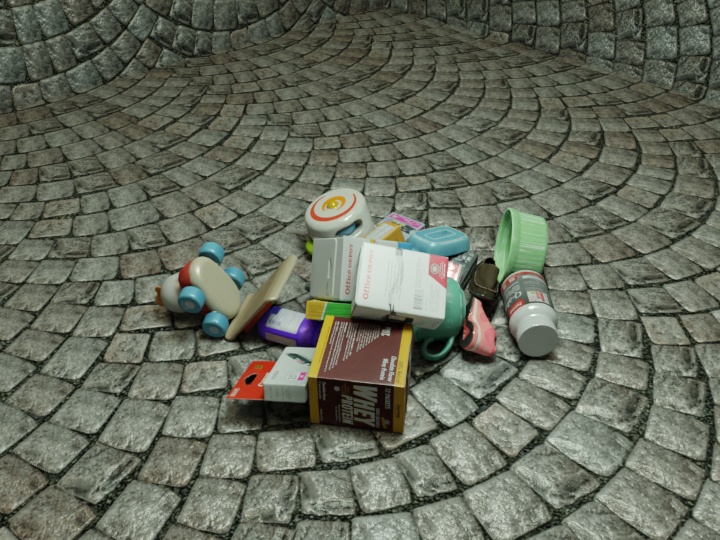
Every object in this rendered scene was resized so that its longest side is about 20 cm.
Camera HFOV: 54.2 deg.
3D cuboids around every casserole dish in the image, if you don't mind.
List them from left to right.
[{"bbox_3d":[0.212,-0.081,1.893,0.198,0.039,0.120,-13,31,-42],"label":"casserole dish"}]

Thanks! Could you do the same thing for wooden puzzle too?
[{"bbox_3d":[-0.235,0.068,1.700,0.037,0.199,0.186,41,35,-15],"label":"wooden puzzle"}]

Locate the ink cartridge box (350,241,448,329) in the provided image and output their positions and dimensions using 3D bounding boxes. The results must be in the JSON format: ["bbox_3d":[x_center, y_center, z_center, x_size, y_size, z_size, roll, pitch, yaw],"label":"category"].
[{"bbox_3d":[0.084,0.035,1.533,0.197,0.084,0.148,10,69,-7],"label":"ink cartridge box"}]

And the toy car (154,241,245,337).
[{"bbox_3d":[-0.414,0.062,1.732,0.197,0.178,0.186,-16,39,27],"label":"toy car"}]

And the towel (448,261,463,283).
[{"bbox_3d":[0.153,0.032,1.793,0.197,0.030,0.148,13,66,16],"label":"towel"}]

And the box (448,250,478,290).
[{"bbox_3d":[0.198,-0.010,1.883,0.197,0.052,0.158,16,38,20],"label":"box"}]

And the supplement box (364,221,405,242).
[{"bbox_3d":[0.028,-0.049,1.884,0.199,0.067,0.068,-35,34,-21],"label":"supplement box"}]

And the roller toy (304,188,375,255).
[{"bbox_3d":[-0.058,-0.136,1.947,0.180,0.141,0.201,-1,41,25],"label":"roller toy"}]

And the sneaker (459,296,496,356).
[{"bbox_3d":[0.282,0.141,1.675,0.086,0.074,0.201,29,29,-9],"label":"sneaker"}]

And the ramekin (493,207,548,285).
[{"bbox_3d":[0.415,-0.055,1.825,0.096,0.202,0.201,8,35,0],"label":"ramekin"}]

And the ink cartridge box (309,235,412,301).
[{"bbox_3d":[0.000,0.000,1.677,0.197,0.150,0.145,5,-1,-34],"label":"ink cartridge box"}]

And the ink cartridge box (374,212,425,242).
[{"bbox_3d":[0.085,-0.095,2.015,0.118,0.042,0.200,23,43,29],"label":"ink cartridge box"}]

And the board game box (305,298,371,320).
[{"bbox_3d":[-0.039,0.093,1.657,0.150,0.041,0.200,4,0,5],"label":"board game box"}]

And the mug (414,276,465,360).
[{"bbox_3d":[0.184,0.105,1.659,0.112,0.188,0.152,-1,10,-3],"label":"mug"}]

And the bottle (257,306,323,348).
[{"bbox_3d":[-0.141,0.142,1.658,0.197,0.066,0.084,12,42,17],"label":"bottle"}]

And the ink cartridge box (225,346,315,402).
[{"bbox_3d":[-0.179,0.219,1.512,0.170,0.044,0.200,2,16,8],"label":"ink cartridge box"}]

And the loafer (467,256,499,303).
[{"bbox_3d":[0.316,0.016,1.786,0.072,0.072,0.201,20,23,-2],"label":"loafer"}]

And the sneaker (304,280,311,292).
[{"bbox_3d":[-0.055,0.039,1.801,0.197,0.076,0.115,7,-11,-34],"label":"sneaker"}]

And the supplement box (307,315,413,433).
[{"bbox_3d":[0.006,0.217,1.495,0.196,0.135,0.198,5,35,7],"label":"supplement box"}]

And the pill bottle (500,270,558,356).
[{"bbox_3d":[0.403,0.100,1.671,0.114,0.117,0.201,0,35,0],"label":"pill bottle"}]
